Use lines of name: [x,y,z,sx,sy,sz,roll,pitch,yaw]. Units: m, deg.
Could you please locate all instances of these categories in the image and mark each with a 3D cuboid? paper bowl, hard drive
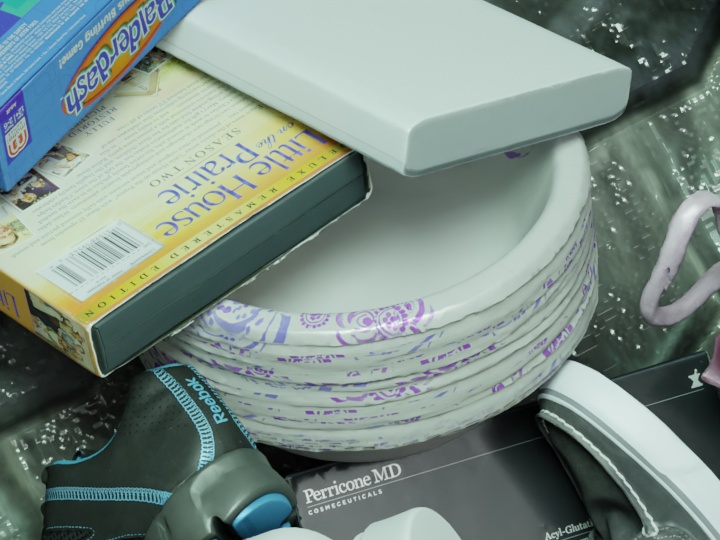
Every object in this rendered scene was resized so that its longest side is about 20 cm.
paper bowl: [0.000,0.000,1.212,0.200,0.201,0.105,-24,131,-17]
hard drive: [-0.004,-0.097,1.205,0.131,0.199,0.027,-17,124,-41]

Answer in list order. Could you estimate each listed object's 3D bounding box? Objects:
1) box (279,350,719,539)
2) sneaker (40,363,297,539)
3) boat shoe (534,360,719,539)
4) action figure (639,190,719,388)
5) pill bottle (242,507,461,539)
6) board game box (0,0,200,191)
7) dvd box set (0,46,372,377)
box: [0.070,0.130,1.250,0.199,0.079,0.142,-15,88,-16]
sneaker: [-0.102,0.120,1.172,0.073,0.200,0.082,-3,53,-50]
boat shoe: [0.129,0.129,1.195,0.066,0.070,0.200,-42,104,-16]
action figure: [0.198,0.008,1.278,0.148,0.134,0.200,26,32,1]
pill bottle: [-0.049,0.163,1.070,0.199,0.112,0.113,-24,86,17]
board game box: [-0.175,-0.129,1.180,0.199,0.045,0.152,26,55,24]
dvd box set: [-0.113,-0.043,1.178,0.146,0.200,0.030,-35,135,-28]
